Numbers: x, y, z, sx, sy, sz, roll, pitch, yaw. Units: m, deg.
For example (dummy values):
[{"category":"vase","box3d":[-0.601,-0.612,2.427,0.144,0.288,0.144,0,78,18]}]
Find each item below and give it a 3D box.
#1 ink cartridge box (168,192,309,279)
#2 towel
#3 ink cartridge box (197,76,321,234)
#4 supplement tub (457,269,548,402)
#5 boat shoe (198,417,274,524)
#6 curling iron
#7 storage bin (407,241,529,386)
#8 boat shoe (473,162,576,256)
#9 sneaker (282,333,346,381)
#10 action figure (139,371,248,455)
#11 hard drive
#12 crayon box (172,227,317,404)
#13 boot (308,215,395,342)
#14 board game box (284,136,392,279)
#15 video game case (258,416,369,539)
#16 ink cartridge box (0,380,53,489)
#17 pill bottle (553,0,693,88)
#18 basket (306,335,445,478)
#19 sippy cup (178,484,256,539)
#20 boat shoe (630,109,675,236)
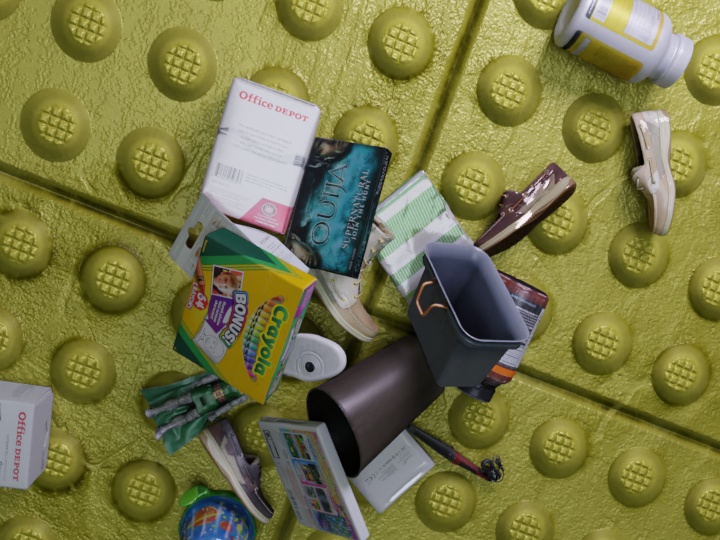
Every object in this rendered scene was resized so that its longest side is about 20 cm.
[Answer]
[{"category":"ink cartridge box","box3d":[-0.196,-0.011,1.202,0.200,0.047,0.160,44,130,2]},{"category":"towel","box3d":[0.102,-0.042,1.264,0.151,0.023,0.202,-36,101,3]},{"category":"ink cartridge box","box3d":[-0.155,-0.179,1.192,0.143,0.083,0.205,18,98,-6]},{"category":"supplement tub","box3d":[0.224,0.110,1.254,0.105,0.107,0.204,24,97,-7]},{"category":"boat shoe","box3d":[-0.195,0.336,1.276,0.064,0.072,0.202,-36,106,-14]},{"category":"curling iron","box3d":[0.166,0.313,1.321,0.197,0.026,0.050,28,103,-9]},{"category":"storage bin","box3d":[0.143,0.077,1.173,0.142,0.202,0.136,4,132,-26]},{"category":"boat shoe","box3d":[0.257,-0.100,1.250,0.199,0.072,0.073,-40,70,6]},{"category":"sneaker","box3d":[-0.100,0.128,1.222,0.195,0.112,0.075,-4,98,22]},{"category":"action figure","box3d":[-0.255,0.212,1.265,0.196,0.055,0.120,-26,97,-4]},{"category":"hard drive","box3d":[0.017,0.301,1.309,0.131,0.026,0.201,-40,99,3]},{"category":"crayon box","box3d":[-0.176,0.068,1.139,0.170,0.058,0.204,27,113,14]},{"category":"boot","box3d":[0.000,0.000,1.226,0.154,0.072,0.201,-38,95,13]},{"category":"board game box","box3d":[-0.039,-0.100,1.185,0.132,0.028,0.205,12,83,26]},{"category":"video game case","box3d":[-0.080,0.337,1.244,0.023,0.180,0.204,-28,102,-37]},{"category":"ink cartridge box","box3d":[-0.613,0.257,1.229,0.194,0.083,0.150,8,98,-5]},{"category":"pill bottle","box3d":[0.410,-0.364,1.188,0.196,0.112,0.114,24,97,-8]},{"category":"basket","box3d":[0.030,0.204,1.211,0.198,0.135,0.183,-31,144,-29]},{"category":"sippy cup","box3d":[-0.243,0.458,1.263,0.175,0.130,0.142,30,97,-9]},{"category":"boat shoe","box3d":[0.474,-0.158,1.250,0.063,0.072,0.206,-4,97,6]}]
